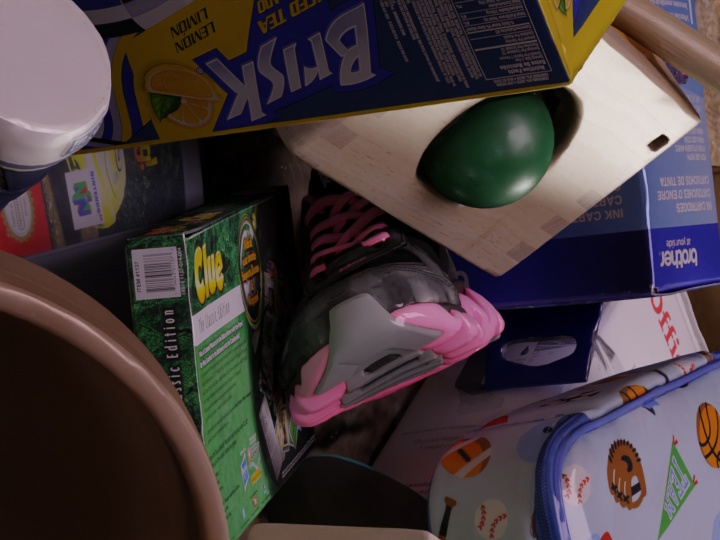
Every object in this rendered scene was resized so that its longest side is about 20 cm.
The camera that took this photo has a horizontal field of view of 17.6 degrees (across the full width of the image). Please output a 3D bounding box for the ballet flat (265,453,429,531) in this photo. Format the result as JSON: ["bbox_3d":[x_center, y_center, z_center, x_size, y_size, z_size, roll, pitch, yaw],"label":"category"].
[{"bbox_3d":[0.040,0.152,0.900,0.200,0.068,0.068,44,20,-16],"label":"ballet flat"}]

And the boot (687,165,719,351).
[{"bbox_3d":[0.203,0.039,1.135,0.200,0.066,0.176,-136,-143,-83],"label":"boot"}]

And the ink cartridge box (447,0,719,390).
[{"bbox_3d":[0.073,-0.054,0.974,0.076,0.136,0.201,-8,91,-57],"label":"ink cartridge box"}]

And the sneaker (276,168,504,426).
[{"bbox_3d":[0.000,0.000,0.866,0.200,0.079,0.096,-2,69,-84],"label":"sneaker"}]

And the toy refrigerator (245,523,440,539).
[{"bbox_3d":[-0.016,0.180,0.673,0.076,0.070,0.201,50,47,-50],"label":"toy refrigerator"}]

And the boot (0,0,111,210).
[{"bbox_3d":[-0.171,-0.083,0.661,0.200,0.090,0.073,40,49,-11],"label":"boot"}]

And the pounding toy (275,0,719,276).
[{"bbox_3d":[0.051,-0.097,0.838,0.184,0.142,0.200,28,28,-56],"label":"pounding toy"}]

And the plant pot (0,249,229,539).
[{"bbox_3d":[-0.141,0.069,0.619,0.201,0.200,0.093,61,-2,-32],"label":"plant pot"}]

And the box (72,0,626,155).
[{"bbox_3d":[-0.022,-0.086,0.704,0.070,0.199,0.065,-55,130,-46],"label":"box"}]

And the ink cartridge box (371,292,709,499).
[{"bbox_3d":[0.088,0.096,1.024,0.200,0.084,0.146,-53,129,-45],"label":"ink cartridge box"}]

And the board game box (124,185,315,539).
[{"bbox_3d":[-0.044,0.029,0.805,0.200,0.023,0.105,-36,124,-80],"label":"board game box"}]

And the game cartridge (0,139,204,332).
[{"bbox_3d":[-0.107,-0.056,0.785,0.133,0.041,0.201,-21,103,-61],"label":"game cartridge"}]

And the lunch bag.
[{"bbox_3d":[0.111,0.121,0.897,0.200,0.075,0.161,-14,88,-54],"label":"lunch bag"}]
